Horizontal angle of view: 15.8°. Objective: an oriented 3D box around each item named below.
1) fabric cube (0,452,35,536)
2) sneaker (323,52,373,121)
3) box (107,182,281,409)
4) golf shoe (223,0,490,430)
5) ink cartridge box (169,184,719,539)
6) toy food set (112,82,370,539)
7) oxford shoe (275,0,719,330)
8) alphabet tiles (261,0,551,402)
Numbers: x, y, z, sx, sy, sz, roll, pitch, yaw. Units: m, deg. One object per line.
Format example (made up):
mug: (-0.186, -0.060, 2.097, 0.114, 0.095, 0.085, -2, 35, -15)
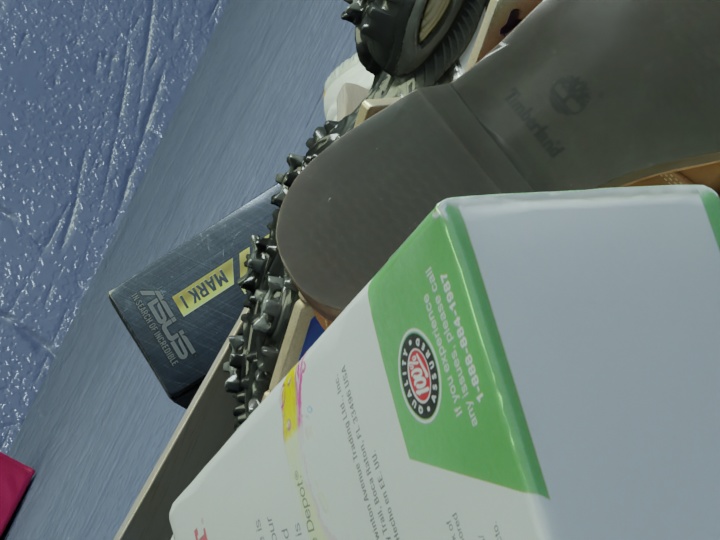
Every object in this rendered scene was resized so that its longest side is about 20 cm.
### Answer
fabric cube: (-0.465, 0.259, 2.544, 0.200, 0.199, 0.196, -65, 10, -28)
sneaker: (0.049, -0.091, 1.332, 0.200, 0.075, 0.088, -43, 44, 53)
box: (0.000, 0.000, 0.984, 0.157, 0.051, 0.200, -33, -11, 0)
golf shoe: (0.024, -0.023, 0.789, 0.078, 0.094, 0.201, -119, 51, -73)
ink cartridge box: (0.033, 0.087, 0.673, 0.200, 0.087, 0.146, -47, 54, 53)
toy food set: (0.007, 0.053, 0.883, 0.201, 0.143, 0.060, -60, 18, 10)
oxford shoe: (0.072, -0.038, 0.716, 0.199, 0.072, 0.071, -27, -27, -2)
alphabet tiles: (0.050, 0.001, 0.784, 0.006, 0.166, 0.201, 48, 131, 39)
